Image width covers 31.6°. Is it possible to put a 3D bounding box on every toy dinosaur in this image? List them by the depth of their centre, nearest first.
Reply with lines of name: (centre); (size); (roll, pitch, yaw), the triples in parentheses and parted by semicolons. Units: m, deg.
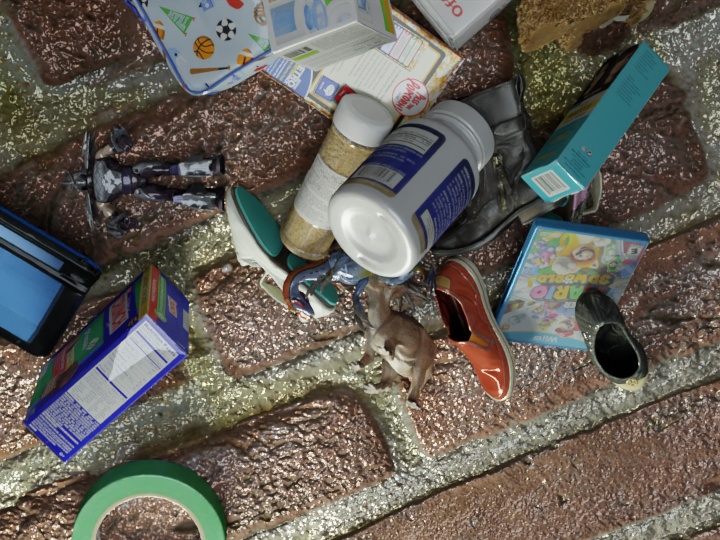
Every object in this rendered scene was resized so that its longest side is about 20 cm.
toy dinosaur: (0.000, 0.000, 1.519); (0.179, 0.201, 0.106); (0, 129, 24)
toy dinosaur: (0.055, 0.084, 1.589); (0.085, 0.136, 0.201); (3, 138, 39)

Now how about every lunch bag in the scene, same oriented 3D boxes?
lunch bag: (-0.177, -0.307, 1.439); (0.159, 0.076, 0.202); (-27, 93, 16)

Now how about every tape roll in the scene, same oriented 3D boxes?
tape roll: (-0.273, 0.347, 1.654); (0.197, 0.048, 0.204); (-1, 106, -3)

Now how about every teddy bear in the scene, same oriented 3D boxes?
teddy bear: (0.265, -0.314, 1.466); (0.198, 0.145, 0.068); (-21, 71, -1)

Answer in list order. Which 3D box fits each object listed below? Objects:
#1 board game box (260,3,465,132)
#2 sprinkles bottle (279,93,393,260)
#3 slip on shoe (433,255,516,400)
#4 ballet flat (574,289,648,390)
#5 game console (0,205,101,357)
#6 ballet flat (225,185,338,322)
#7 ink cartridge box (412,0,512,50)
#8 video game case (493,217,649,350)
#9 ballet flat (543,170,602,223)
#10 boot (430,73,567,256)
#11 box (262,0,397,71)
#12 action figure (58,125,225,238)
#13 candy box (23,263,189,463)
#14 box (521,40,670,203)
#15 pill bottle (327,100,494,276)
board game box: (0.000, -0.246, 1.500); (0.199, 0.046, 0.152); (34, 101, -13)
sprinkles bottle: (-0.031, -0.108, 1.497); (0.067, 0.069, 0.201); (22, 122, -10)
slip on shoe: (0.137, 0.080, 1.580); (0.061, 0.074, 0.202); (-37, 118, -29)
ballet flat: (0.313, 0.099, 1.587); (0.066, 0.057, 0.200); (-23, 136, 16)
game console: (-0.425, 0.005, 1.512); (0.199, 0.170, 0.119); (31, 76, -12)
ballet flat: (-0.111, -0.012, 1.557); (0.069, 0.070, 0.200); (-40, 106, 8)
ink cartridge box: (0.134, -0.370, 1.436); (0.199, 0.085, 0.146); (-40, 86, 6)
video game case: (0.251, 0.021, 1.557); (0.141, 0.018, 0.201); (7, 135, -10)
ballet flat: (0.258, -0.071, 1.566); (0.070, 0.069, 0.203); (9, 106, -27)
boot: (0.142, -0.125, 1.539); (0.198, 0.069, 0.176); (-27, 92, 22)
box: (-0.045, -0.338, 1.388); (0.111, 0.101, 0.203); (-15, 81, 25)
action figure: (-0.260, -0.108, 1.513); (0.197, 0.070, 0.132); (0, 111, -1)
candy box: (-0.298, 0.107, 1.519); (0.199, 0.169, 0.077); (-40, 109, 7)
box: (0.273, -0.172, 1.475); (0.049, 0.082, 0.201); (42, 68, -11)
pill bottle: (0.064, -0.099, 1.429); (0.200, 0.119, 0.120); (-47, 109, -34)
